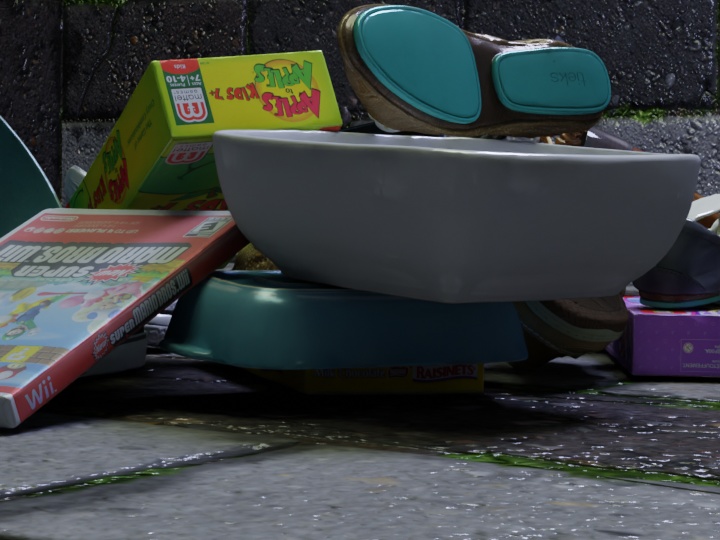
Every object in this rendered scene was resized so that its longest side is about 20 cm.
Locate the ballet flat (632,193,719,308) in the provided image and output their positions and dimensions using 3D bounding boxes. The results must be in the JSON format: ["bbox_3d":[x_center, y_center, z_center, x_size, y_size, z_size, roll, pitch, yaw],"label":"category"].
[{"bbox_3d":[0.236,-0.014,1.138,0.073,0.074,0.199,3,3,39],"label":"ballet flat"}]

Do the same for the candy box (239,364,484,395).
[{"bbox_3d":[-0.014,0.048,1.030,0.101,0.027,0.200,3,2,-20],"label":"candy box"}]

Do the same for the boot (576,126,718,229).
[{"bbox_3d":[0.200,-0.007,1.290,0.199,0.069,0.188,27,-43,-12],"label":"boot"}]

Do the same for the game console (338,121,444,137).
[{"bbox_3d":[-0.055,-0.030,1.256,0.118,0.172,0.199,19,-18,-40],"label":"game console"}]

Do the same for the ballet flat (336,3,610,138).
[{"bbox_3d":[0.049,-0.100,0.983,0.199,0.068,0.072,-1,-13,-42],"label":"ballet flat"}]

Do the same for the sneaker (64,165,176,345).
[{"bbox_3d":[-0.193,-0.011,1.243,0.199,0.116,0.075,4,-2,41],"label":"sneaker"}]

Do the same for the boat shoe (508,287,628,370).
[{"bbox_3d":[0.114,0.030,1.076,0.072,0.076,0.200,43,14,8],"label":"boat shoe"}]

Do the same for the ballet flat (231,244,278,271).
[{"bbox_3d":[0.000,0.000,1.071,0.199,0.066,0.070,8,0,36],"label":"ballet flat"}]

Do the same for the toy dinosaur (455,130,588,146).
[{"bbox_3d":[0.084,-0.026,1.121,0.199,0.102,0.136,-27,16,23],"label":"toy dinosaur"}]

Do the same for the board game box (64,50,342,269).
[{"bbox_3d":[-0.097,-0.055,1.037,0.101,0.048,0.200,-8,-20,-27],"label":"board game box"}]

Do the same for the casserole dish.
[{"bbox_3d":[-0.006,0.023,0.924,0.199,0.039,0.121,-1,6,-29],"label":"casserole dish"}]

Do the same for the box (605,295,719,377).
[{"bbox_3d":[0.229,0.040,1.144,0.136,0.039,0.200,2,3,3],"label":"box"}]

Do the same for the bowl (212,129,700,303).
[{"bbox_3d":[0.045,-0.029,0.898,0.199,0.075,0.199,-1,6,-43],"label":"bowl"}]

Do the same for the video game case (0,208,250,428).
[{"bbox_3d":[-0.161,0.017,0.890,0.142,0.018,0.200,2,27,32],"label":"video game case"}]

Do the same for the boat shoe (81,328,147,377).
[{"bbox_3d":[-0.179,0.031,0.994,0.068,0.057,0.200,2,2,20],"label":"boat shoe"}]

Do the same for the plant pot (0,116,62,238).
[{"bbox_3d":[-0.298,-0.026,1.138,0.135,0.201,0.200,-38,-11,18],"label":"plant pot"}]
